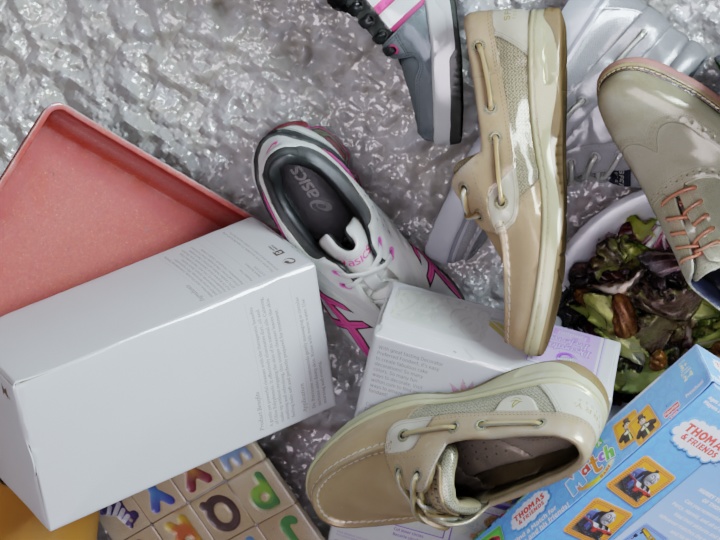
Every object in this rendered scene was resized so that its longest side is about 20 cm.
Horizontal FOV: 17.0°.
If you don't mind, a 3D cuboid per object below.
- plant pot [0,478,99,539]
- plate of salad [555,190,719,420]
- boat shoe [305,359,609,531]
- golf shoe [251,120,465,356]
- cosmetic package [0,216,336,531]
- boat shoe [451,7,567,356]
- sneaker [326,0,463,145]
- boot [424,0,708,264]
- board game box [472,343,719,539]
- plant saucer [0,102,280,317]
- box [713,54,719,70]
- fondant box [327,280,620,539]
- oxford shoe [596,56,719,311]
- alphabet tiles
[{"bbox_3d":[-0.248,0.210,1.506,0.200,0.200,0.184,18,89,4],"label":"plant pot"},{"bbox_3d":[0.205,0.046,1.468,0.200,0.048,0.200,2,103,8],"label":"plate of salad"},{"bbox_3d":[0.049,0.112,1.389,0.200,0.065,0.072,-20,118,27],"label":"boat shoe"},{"bbox_3d":[0.000,0.000,1.470,0.073,0.092,0.200,-39,96,9],"label":"golf shoe"},{"bbox_3d":[-0.123,0.059,1.438,0.200,0.085,0.108,-21,122,-23],"label":"cosmetic package"},{"bbox_3d":[0.086,-0.051,1.392,0.064,0.071,0.200,0,86,7],"label":"boat shoe"},{"bbox_3d":[-0.005,-0.167,1.439,0.121,0.084,0.200,-9,93,4],"label":"sneaker"},{"bbox_3d":[0.125,-0.071,1.447,0.096,0.074,0.200,33,103,7],"label":"boot"},{"bbox_3d":[0.178,0.145,1.425,0.151,0.037,0.200,31,117,-35],"label":"board game box"},{"bbox_3d":[-0.172,0.018,1.465,0.200,0.037,0.200,31,93,-40],"label":"plant saucer"},{"bbox_3d":[0.302,-0.117,1.344,0.176,0.200,0.097,-32,96,9],"label":"box"},{"bbox_3d":[0.065,0.115,1.465,0.144,0.058,0.200,15,129,4],"label":"fondant box"},{"bbox_3d":[0.202,-0.035,1.381,0.200,0.074,0.071,47,133,-7],"label":"oxford shoe"},{"bbox_3d":[-0.104,0.201,1.539,0.200,0.008,0.167,-32,96,30],"label":"alphabet tiles"}]
